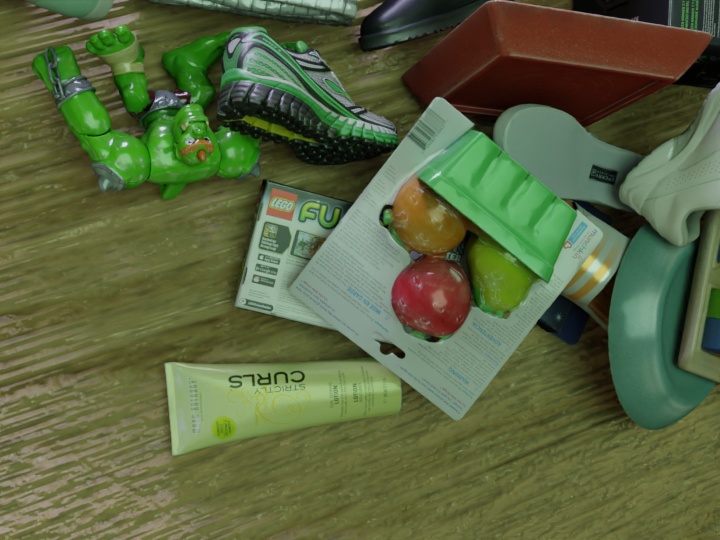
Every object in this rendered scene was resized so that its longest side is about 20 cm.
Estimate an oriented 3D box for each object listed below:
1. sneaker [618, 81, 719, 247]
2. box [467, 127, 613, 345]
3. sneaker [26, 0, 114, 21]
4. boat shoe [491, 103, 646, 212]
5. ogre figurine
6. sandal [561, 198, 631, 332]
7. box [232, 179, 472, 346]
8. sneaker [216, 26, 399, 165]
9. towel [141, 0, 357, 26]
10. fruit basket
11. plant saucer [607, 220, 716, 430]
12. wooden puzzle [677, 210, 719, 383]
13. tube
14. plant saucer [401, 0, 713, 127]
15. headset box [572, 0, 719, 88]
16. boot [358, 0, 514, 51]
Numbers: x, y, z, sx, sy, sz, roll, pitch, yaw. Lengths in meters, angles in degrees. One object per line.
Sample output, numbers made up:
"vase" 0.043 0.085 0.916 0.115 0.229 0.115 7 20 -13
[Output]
"sneaker" 0.318 -0.099 0.961 0.078 0.200 0.100 -13 60 -52
"box" 0.151 -0.028 1.046 0.199 0.032 0.122 30 81 -17
"sneaker" -0.228 -0.297 0.845 0.118 0.073 0.203 0 98 -55
"boat shoe" 0.182 -0.103 1.019 0.198 0.070 0.072 12 100 -36
"ogre figurine" -0.151 -0.126 0.918 0.199 0.098 0.121 -4 77 -50
"sandal" 0.221 0.001 1.022 0.206 0.059 0.080 37 78 -19
"box" 0.000 0.000 0.975 0.198 0.035 0.111 15 93 -11
"sneaker" -0.034 -0.142 0.932 0.199 0.077 0.086 20 66 -52
"towel" -0.094 -0.293 0.933 0.197 0.086 0.168 6 96 -8
"fruit basket" 0.072 -0.008 0.936 0.185 0.094 0.201 37 101 -9
"plant saucer" 0.294 0.048 1.043 0.199 0.036 0.203 -5 97 -46
"wooden puzzle" 0.369 0.017 1.060 0.199 0.046 0.187 20 79 -46
"tube" -0.064 0.109 0.967 0.198 0.052 0.058 -4 51 -13
"plant saucer" 0.158 -0.164 0.959 0.198 0.199 0.037 3 81 -18
"headset box" 0.303 -0.227 1.023 0.198 0.174 0.094 3 90 -17
"boot" 0.040 -0.306 0.989 0.164 0.065 0.202 -24 103 -29
